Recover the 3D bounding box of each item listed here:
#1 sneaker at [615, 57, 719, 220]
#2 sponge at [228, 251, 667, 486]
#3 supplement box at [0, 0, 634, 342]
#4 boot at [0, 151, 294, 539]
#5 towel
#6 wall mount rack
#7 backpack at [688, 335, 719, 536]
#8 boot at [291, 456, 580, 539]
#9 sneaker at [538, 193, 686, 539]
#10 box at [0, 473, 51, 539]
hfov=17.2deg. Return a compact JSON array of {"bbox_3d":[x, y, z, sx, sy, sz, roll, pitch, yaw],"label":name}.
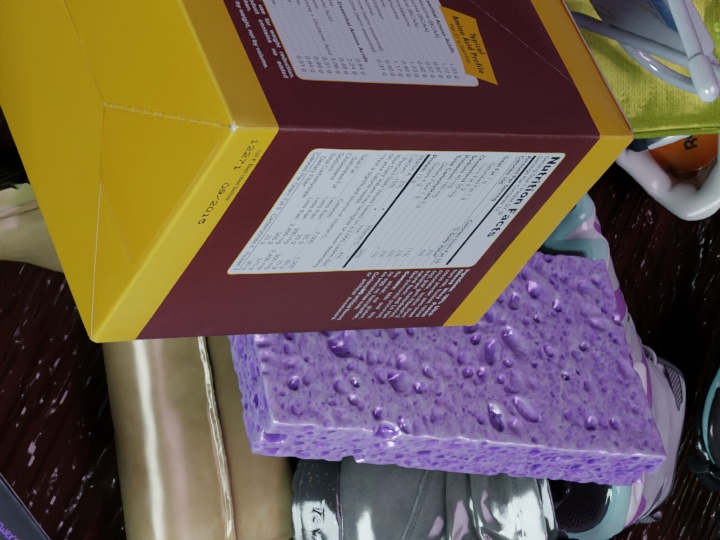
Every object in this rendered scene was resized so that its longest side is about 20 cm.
[{"bbox_3d":[0.150,-0.116,1.238,0.201,0.078,0.080,57,21,-29],"label":"sneaker"},{"bbox_3d":[0.036,0.036,1.059,0.199,0.030,0.112,7,52,-27],"label":"sponge"},{"bbox_3d":[-0.031,-0.091,0.989,0.199,0.133,0.198,-1,54,-37],"label":"supplement box"},{"bbox_3d":[-0.103,0.042,1.050,0.174,0.066,0.202,-17,105,-39],"label":"boot"},{"bbox_3d":[0.092,-0.106,1.181,0.198,0.018,0.087,-3,96,-13],"label":"towel"},{"bbox_3d":[0.125,-0.102,1.077,0.075,0.173,0.200,-55,143,-10],"label":"wall mount rack"},{"bbox_3d":[0.278,0.053,1.315,0.176,0.152,0.201,58,41,-50],"label":"backpack"},{"bbox_3d":[0.039,0.174,1.104,0.070,0.131,0.201,-59,147,-71],"label":"boot"},{"bbox_3d":[0.122,0.040,1.252,0.140,0.077,0.202,5,77,-60],"label":"sneaker"},{"bbox_3d":[-0.221,0.156,0.914,0.200,0.122,0.106,-50,123,-28],"label":"box"}]
